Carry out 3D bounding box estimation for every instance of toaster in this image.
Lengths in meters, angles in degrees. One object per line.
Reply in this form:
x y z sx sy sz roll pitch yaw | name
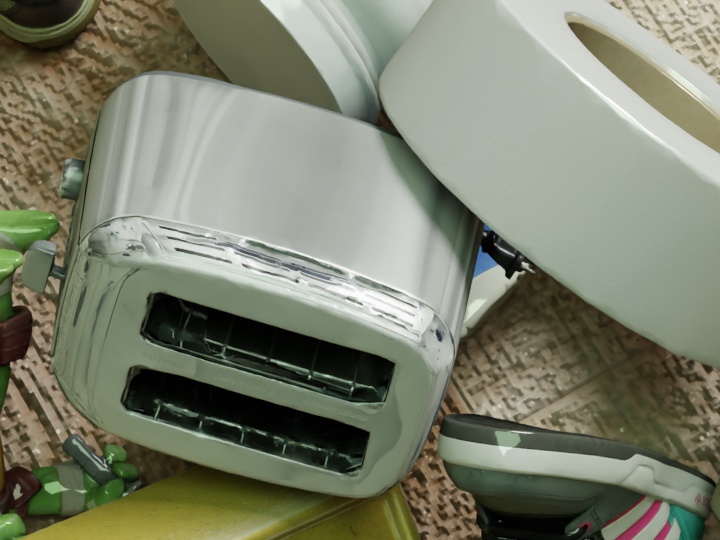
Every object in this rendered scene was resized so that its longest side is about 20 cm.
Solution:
-0.032 0.009 1.001 0.199 0.114 0.129 17 35 -4 | toaster

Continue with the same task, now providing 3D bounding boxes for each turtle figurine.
-0.129 0.081 1.047 0.200 0.195 0.144 13 22 39 | turtle figurine

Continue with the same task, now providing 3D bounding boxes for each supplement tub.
0.021 -0.165 1.148 0.145 0.145 0.200 43 75 14 | supplement tub

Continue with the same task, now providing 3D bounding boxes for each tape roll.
0.107 -0.048 1.042 0.202 0.202 0.071 41 107 13 | tape roll

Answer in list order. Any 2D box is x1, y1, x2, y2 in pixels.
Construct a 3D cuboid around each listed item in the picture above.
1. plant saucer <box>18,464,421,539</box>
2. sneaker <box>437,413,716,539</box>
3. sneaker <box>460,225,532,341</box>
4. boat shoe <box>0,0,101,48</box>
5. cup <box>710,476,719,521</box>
-0.025 0.170 0.995 0.200 0.048 0.201 -20 90 -42 | plant saucer
0.080 0.128 1.029 0.083 0.200 0.121 8 82 32 | sneaker
0.000 0.000 1.122 0.111 0.077 0.200 44 82 5 | sneaker
-0.202 -0.190 1.197 0.072 0.066 0.201 -43 75 -14 | boat shoe
0.231 0.094 1.043 0.143 0.200 0.201 -37 73 5 | cup
